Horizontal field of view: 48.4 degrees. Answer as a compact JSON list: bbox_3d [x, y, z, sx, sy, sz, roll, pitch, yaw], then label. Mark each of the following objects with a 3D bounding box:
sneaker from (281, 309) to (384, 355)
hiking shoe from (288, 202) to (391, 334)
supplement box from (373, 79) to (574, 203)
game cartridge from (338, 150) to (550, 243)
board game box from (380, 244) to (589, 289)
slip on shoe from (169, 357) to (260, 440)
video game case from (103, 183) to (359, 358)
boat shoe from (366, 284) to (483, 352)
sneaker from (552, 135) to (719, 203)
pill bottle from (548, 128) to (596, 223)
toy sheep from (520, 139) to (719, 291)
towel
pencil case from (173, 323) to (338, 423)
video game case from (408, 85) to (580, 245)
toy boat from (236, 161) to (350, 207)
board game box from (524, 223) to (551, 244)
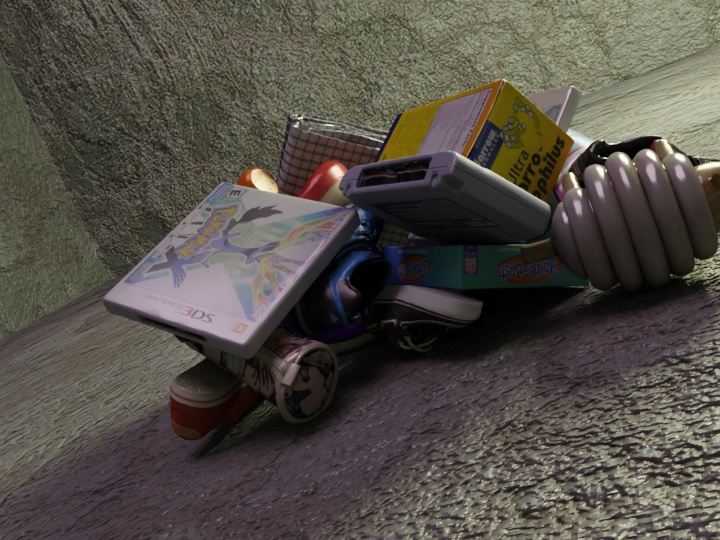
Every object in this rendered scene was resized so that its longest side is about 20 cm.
[{"bbox_3d":[-0.051,0.049,0.947,0.200,0.100,0.070,-21,13,16],"label":"sneaker"},{"bbox_3d":[0.000,-0.005,0.846,0.087,0.075,0.200,-1,41,27],"label":"hiking shoe"},{"bbox_3d":[0.110,-0.113,0.871,0.200,0.109,0.109,0,61,61],"label":"supplement box"},{"bbox_3d":[0.080,-0.065,0.767,0.200,0.133,0.041,4,68,60],"label":"game cartridge"},{"bbox_3d":[0.121,-0.005,0.859,0.152,0.045,0.200,0,1,-23],"label":"board game box"},{"bbox_3d":[-0.142,0.128,0.855,0.074,0.061,0.200,17,12,15],"label":"slip on shoe"},{"bbox_3d":[-0.127,-0.010,0.803,0.182,0.022,0.200,14,47,29],"label":"video game case"},{"bbox_3d":[0.061,0.050,0.817,0.071,0.064,0.200,10,-3,-20],"label":"boat shoe"},{"bbox_3d":[0.301,-0.093,0.803,0.199,0.081,0.086,-5,-29,-14],"label":"sneaker"},{"bbox_3d":[0.247,-0.109,0.957,0.109,0.109,0.200,-25,34,-13],"label":"pill bottle"},{"bbox_3d":[0.241,-0.045,0.718,0.200,0.138,0.138,-23,10,19],"label":"toy sheep"},{"bbox_3d":[-0.013,-0.109,1.059,0.199,0.166,0.086,9,25,-14],"label":"towel"},{"bbox_3d":[-0.105,0.076,0.792,0.200,0.078,0.089,26,-1,42],"label":"pencil case"},{"bbox_3d":[0.156,-0.121,0.958,0.182,0.022,0.200,1,62,54],"label":"video game case"},{"bbox_3d":[-0.099,-0.066,0.954,0.200,0.131,0.131,-36,-8,5],"label":"toy boat"},{"bbox_3d":[0.206,-0.063,1.119,0.200,0.041,0.200,-22,12,7],"label":"board game box"}]
